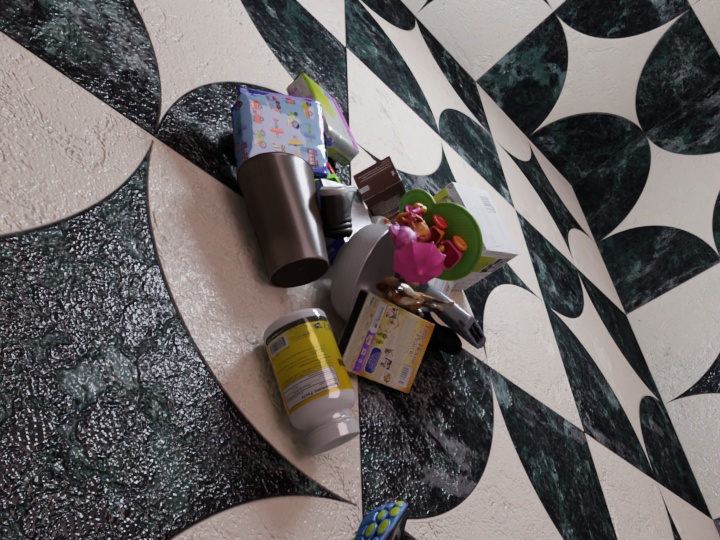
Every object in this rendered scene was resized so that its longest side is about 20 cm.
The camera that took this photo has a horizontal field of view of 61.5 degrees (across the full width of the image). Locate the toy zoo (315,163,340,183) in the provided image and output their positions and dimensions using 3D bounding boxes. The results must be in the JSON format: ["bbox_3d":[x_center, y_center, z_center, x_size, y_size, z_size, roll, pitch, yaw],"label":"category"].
[{"bbox_3d":[-0.123,-0.259,1.397,0.203,0.020,0.130,59,30,6],"label":"toy zoo"}]

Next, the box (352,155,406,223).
[{"bbox_3d":[0.057,-0.177,1.424,0.077,0.098,0.200,65,4,19],"label":"box"}]

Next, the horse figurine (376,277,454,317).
[{"bbox_3d":[0.093,0.052,1.197,0.198,0.130,0.051,25,75,-44],"label":"horse figurine"}]

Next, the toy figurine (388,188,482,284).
[{"bbox_3d":[0.110,-0.055,1.101,0.201,0.151,0.183,49,30,10],"label":"toy figurine"}]

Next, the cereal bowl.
[{"bbox_3d":[0.000,0.000,1.182,0.082,0.206,0.199,23,21,22],"label":"cereal bowl"}]

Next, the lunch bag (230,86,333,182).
[{"bbox_3d":[-0.143,-0.259,1.177,0.194,0.094,0.156,-3,78,-23],"label":"lunch bag"}]

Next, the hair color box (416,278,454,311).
[{"bbox_3d":[0.146,-0.009,1.419,0.202,0.059,0.100,57,45,-30],"label":"hair color box"}]

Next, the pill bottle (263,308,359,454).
[{"bbox_3d":[-0.074,0.173,0.949,0.111,0.112,0.205,6,56,-52],"label":"pill bottle"}]

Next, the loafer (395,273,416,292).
[{"bbox_3d":[0.106,0.008,1.300,0.061,0.202,0.074,5,61,-2],"label":"loafer"}]

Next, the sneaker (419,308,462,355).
[{"bbox_3d":[0.148,0.144,1.355,0.199,0.060,0.105,44,32,-11],"label":"sneaker"}]

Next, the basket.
[{"bbox_3d":[-0.132,-0.085,1.107,0.179,0.133,0.205,26,43,-60],"label":"basket"}]

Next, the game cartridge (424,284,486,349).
[{"bbox_3d":[0.204,0.101,1.328,0.132,0.041,0.200,35,-6,29],"label":"game cartridge"}]

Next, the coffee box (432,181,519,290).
[{"bbox_3d":[0.260,-0.083,1.597,0.197,0.196,0.204,1,59,-52],"label":"coffee box"}]

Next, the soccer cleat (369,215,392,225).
[{"bbox_3d":[0.072,-0.064,1.445,0.200,0.076,0.071,47,64,-40],"label":"soccer cleat"}]

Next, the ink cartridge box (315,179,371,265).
[{"bbox_3d":[-0.035,-0.084,1.296,0.135,0.076,0.204,7,53,-51],"label":"ink cartridge box"}]

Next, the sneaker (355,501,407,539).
[{"bbox_3d":[0.032,0.434,0.900,0.084,0.069,0.201,58,28,-21],"label":"sneaker"}]

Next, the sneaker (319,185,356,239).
[{"bbox_3d":[-0.044,-0.115,1.192,0.200,0.068,0.103,-62,150,-78],"label":"sneaker"}]

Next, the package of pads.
[{"bbox_3d":[-0.092,-0.370,1.477,0.153,0.068,0.204,23,37,-57],"label":"package of pads"}]

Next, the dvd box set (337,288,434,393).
[{"bbox_3d":[0.048,0.138,1.151,0.197,0.029,0.150,26,85,-39],"label":"dvd box set"}]
